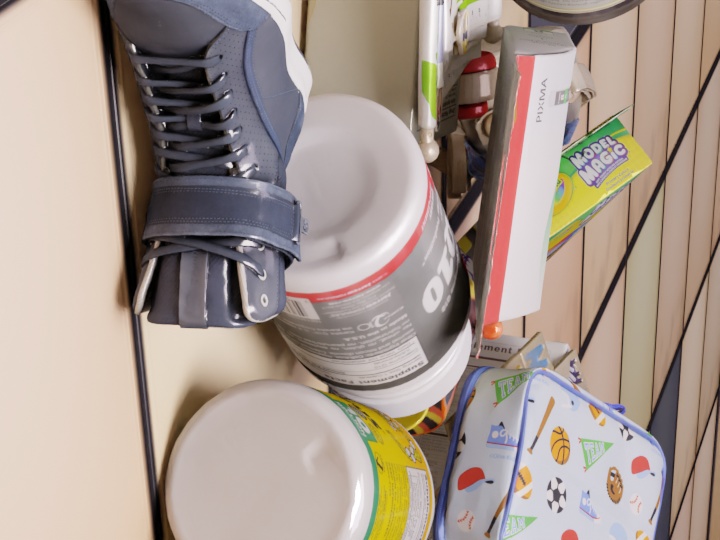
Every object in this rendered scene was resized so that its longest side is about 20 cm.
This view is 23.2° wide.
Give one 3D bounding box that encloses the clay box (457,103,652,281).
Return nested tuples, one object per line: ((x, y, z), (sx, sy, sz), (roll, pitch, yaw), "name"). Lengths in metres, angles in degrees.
((0.123, -0.035, 1.229), (0.115, 0.048, 0.200), (-35, 173, -29), "clay box")

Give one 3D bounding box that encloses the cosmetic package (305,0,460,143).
((0.018, -0.178, 1.025), (0.103, 0.072, 0.202), (-29, 126, -68), "cosmetic package")

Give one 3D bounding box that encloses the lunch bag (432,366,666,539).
((0.137, 0.156, 1.222), (0.199, 0.075, 0.162), (33, 60, -43), "lunch bag")

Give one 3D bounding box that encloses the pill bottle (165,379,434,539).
((-0.022, 0.126, 0.973), (0.200, 0.112, 0.114), (30, 70, -70), "pill bottle")

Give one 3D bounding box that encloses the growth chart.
((0.059, -0.168, 1.013), (0.200, 0.018, 0.146), (-59, 152, -58), "growth chart")

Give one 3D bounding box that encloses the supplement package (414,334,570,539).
((0.096, 0.159, 1.347), (0.110, 0.113, 0.202), (59, 43, -60), "supplement package")

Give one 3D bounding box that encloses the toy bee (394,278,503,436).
((0.043, 0.046, 1.148), (0.200, 0.108, 0.132), (59, 45, -63), "toy bee")

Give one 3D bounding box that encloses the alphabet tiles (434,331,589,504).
((0.121, 0.149, 1.264), (0.200, 0.006, 0.168), (-39, 117, -44), "alphabet tiles")

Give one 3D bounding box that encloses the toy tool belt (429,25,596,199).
((0.100, -0.101, 1.236), (0.200, 0.124, 0.124), (-35, 122, -65), "toy tool belt")

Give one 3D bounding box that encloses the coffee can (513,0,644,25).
((0.147, -0.288, 1.255), (0.200, 0.145, 0.148), (54, 47, -65), "coffee can")

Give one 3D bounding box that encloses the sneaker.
((-0.073, -0.053, 0.796), (0.202, 0.076, 0.148), (50, 48, -68), "sneaker")

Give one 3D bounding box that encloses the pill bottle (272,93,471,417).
((0.000, 0.000, 0.980), (0.200, 0.113, 0.115), (62, 40, -60), "pill bottle")

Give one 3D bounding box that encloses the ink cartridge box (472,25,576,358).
((0.097, -0.050, 1.022), (0.200, 0.050, 0.163), (-86, -177, -75), "ink cartridge box")
